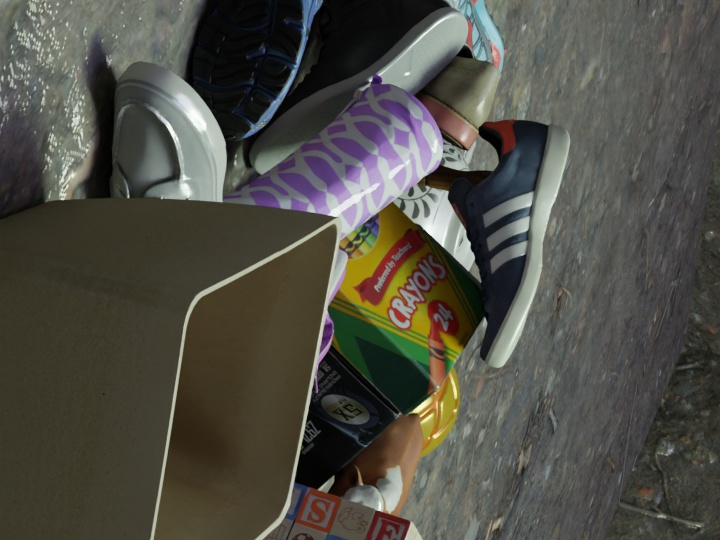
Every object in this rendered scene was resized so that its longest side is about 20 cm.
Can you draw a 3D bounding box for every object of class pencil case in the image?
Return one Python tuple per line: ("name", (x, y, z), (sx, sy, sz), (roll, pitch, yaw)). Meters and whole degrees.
("pencil case", (-0.029, -0.063, 1.275), (0.200, 0.086, 0.084), (-38, 180, -28))

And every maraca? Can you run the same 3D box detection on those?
("maraca", (0.049, 0.130, 1.756), (0.200, 0.106, 0.138), (38, 67, -71))

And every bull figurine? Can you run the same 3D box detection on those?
("bull figurine", (-0.002, 0.187, 1.471), (0.121, 0.065, 0.200), (-39, -175, 29))

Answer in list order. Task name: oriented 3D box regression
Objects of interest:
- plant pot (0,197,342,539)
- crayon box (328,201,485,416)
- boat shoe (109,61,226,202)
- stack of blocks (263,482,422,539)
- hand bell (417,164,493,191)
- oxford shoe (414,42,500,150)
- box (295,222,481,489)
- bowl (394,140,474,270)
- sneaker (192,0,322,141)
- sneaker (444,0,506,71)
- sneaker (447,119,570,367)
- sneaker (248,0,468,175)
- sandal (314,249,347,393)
("plant pot", (-0.143, 0.060, 1.000), (0.200, 0.176, 0.201), (-32, 136, -64))
("crayon box", (0.000, 0.000, 1.369), (0.051, 0.200, 0.127), (-41, -172, 40))
("boat shoe", (-0.132, -0.047, 1.138), (0.201, 0.072, 0.069), (97, 18, -54))
("stack of blocks", (-0.067, 0.220, 1.334), (0.059, 0.199, 0.116), (65, 44, -65))
("hand bell", (0.061, -0.078, 1.463), (0.104, 0.199, 0.105), (16, 90, -73))
("oxford shoe", (0.065, -0.156, 1.443), (0.075, 0.070, 0.200), (-54, -152, 4))
("box", (-0.004, 0.079, 1.472), (0.164, 0.086, 0.200), (-45, -176, 39))
("bowl", (0.061, -0.044, 1.668), (0.201, 0.094, 0.202), (16, 90, -73))
("sneaker", (-0.057, -0.182, 1.229), (0.078, 0.075, 0.201), (46, 63, -74))
("sneaker", (0.071, -0.217, 1.606), (0.096, 0.079, 0.201), (-52, 145, -29))
("sneaker", (0.104, -0.025, 1.385), (0.075, 0.084, 0.201), (95, 9, -73))
("sneaker", (-0.020, -0.156, 1.373), (0.200, 0.099, 0.071), (-39, 144, -6))
("sandal", (-0.056, 0.078, 1.281), (0.203, 0.050, 0.082), (-60, -162, 0))
